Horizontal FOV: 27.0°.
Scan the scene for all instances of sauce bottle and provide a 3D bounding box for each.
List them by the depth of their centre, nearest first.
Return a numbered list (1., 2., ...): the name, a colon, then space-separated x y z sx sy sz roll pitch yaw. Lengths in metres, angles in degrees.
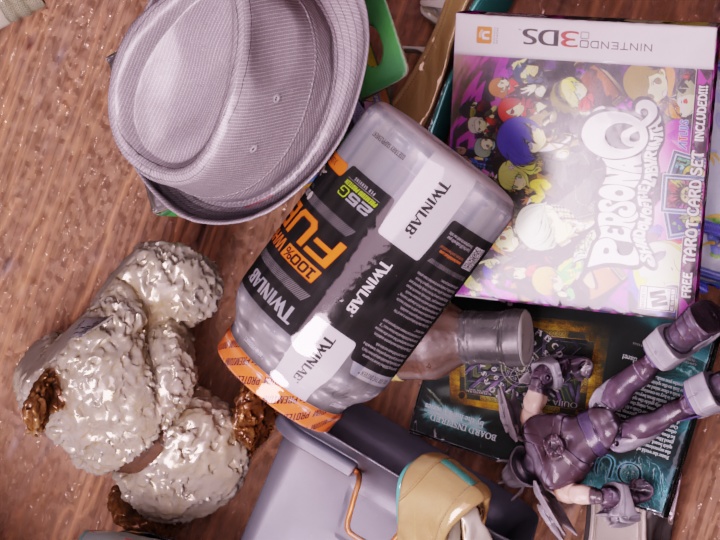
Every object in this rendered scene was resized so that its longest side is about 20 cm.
1. sauce bottle: 0.025 0.049 1.082 0.198 0.065 0.065 1 86 22

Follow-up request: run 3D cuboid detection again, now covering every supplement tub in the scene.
1. supplement tub: 0.000 0.000 0.998 0.122 0.123 0.201 37 97 7

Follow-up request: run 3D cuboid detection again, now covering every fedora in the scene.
1. fedora: -0.094 -0.129 0.968 0.176 0.090 0.201 37 105 19

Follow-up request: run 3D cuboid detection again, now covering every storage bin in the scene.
1. storage bin: 0.007 0.192 1.068 0.199 0.146 0.135 29 99 7

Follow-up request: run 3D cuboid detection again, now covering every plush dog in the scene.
1. plush dog: -0.151 0.106 1.069 0.172 0.161 0.200 42 115 -16

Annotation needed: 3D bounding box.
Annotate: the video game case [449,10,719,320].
1. video game case: 0.149 -0.073 1.034 0.179 0.036 0.202 7 103 18

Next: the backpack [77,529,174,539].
1. backpack: -0.151 0.268 1.021 0.152 0.200 0.177 12 71 11

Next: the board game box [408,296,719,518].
1. board game box: 0.144 0.083 1.082 0.198 0.028 0.137 17 86 22

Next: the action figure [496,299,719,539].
1. action figure: 0.173 0.103 1.018 0.199 0.069 0.131 -34 77 26

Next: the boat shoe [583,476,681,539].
1. boat shoe: 0.198 0.161 1.093 0.066 0.057 0.202 8 82 22

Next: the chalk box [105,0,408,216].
1. chalk box: -0.055 -0.129 1.069 0.199 0.124 0.126 -21 83 22

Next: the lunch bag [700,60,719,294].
1. lunch bag: 0.225 -0.075 1.089 0.198 0.082 0.162 16 91 7

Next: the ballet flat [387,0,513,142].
1. ballet flat: 0.060 -0.170 1.119 0.063 0.069 0.201 25 87 20

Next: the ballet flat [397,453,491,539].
1. ballet flat: 0.055 0.215 0.960 0.063 0.068 0.202 19 123 39

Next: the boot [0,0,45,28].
1. boot: -0.350 -0.249 1.158 0.154 0.072 0.201 -34 89 3
